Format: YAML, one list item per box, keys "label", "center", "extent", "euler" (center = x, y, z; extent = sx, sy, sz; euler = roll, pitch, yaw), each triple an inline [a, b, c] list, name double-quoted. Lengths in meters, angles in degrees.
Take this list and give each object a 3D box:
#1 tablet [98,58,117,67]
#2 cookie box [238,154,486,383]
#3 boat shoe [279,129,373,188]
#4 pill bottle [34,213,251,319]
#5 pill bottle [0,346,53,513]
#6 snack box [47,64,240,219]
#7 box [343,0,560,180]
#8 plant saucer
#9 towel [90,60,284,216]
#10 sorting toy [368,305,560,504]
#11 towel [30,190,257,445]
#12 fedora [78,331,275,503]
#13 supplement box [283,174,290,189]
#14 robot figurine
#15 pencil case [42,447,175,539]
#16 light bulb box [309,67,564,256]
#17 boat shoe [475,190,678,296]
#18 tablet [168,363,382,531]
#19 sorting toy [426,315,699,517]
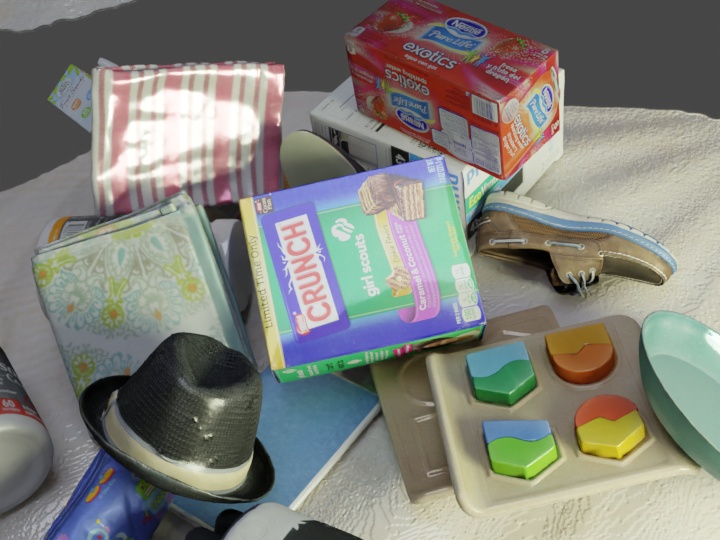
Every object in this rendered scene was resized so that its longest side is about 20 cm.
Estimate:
- label: "tablet"
  center: [-0.190, -0.163, 1.333]
  extent: [0.200, 0.130, 0.014]
  euler: [35, 90, 15]
- label: "cookie box"
  center: [0.000, 0.000, 1.129]
  extent: [0.199, 0.075, 0.172]
  euler: [-13, 73, -1]
- label: "boat shoe"
  center: [0.001, -0.071, 1.228]
  extent: [0.200, 0.071, 0.063]
  euler: [42, 33, -9]
- label: "pill bottle"
  center: [-0.218, -0.001, 1.230]
  extent: [0.199, 0.117, 0.117]
  euler: [-2, 45, 9]
- label: "pill bottle"
  center: [-0.374, 0.125, 1.134]
  extent: [0.115, 0.116, 0.200]
  euler: [-28, 47, -17]
- label: "snack box"
  center: [-0.221, -0.134, 1.309]
  extent: [0.142, 0.200, 0.053]
  euler: [34, 91, 36]
- label: "box"
  center: [0.089, -0.184, 1.185]
  extent: [0.200, 0.100, 0.095]
  euler: [30, 58, 33]
- label: "plant saucer"
  center: [0.300, 0.118, 1.002]
  extent: [0.199, 0.036, 0.200]
  euler: [28, 30, -18]
- label: "towel"
  center: [-0.168, -0.131, 1.201]
  extent: [0.199, 0.147, 0.030]
  euler: [-6, 17, -26]
- label: "sorting toy"
  center: [0.113, 0.121, 1.104]
  extent: [0.184, 0.037, 0.200]
  euler: [-14, 40, -4]
- label: "towel"
  center: [-0.203, 0.044, 1.147]
  extent: [0.170, 0.201, 0.048]
  euler: [-19, 1, 3]
- label: "fedora"
  center: [-0.137, 0.111, 1.022]
  extent: [0.200, 0.200, 0.092]
  euler: [37, 105, 37]
- label: "supplement box"
  center: [-0.059, -0.020, 1.253]
  extent: [0.068, 0.067, 0.200]
  euler: [-20, 44, -8]
- label: "robot figurine"
  center: [-0.045, 0.257, 0.935]
  extent: [0.199, 0.125, 0.151]
  euler: [17, 58, 26]
- label: "pencil case"
  center: [-0.225, 0.222, 1.020]
  extent: [0.078, 0.087, 0.200]
  euler: [7, 50, 36]
- label: "light bulb box"
  center: [0.086, -0.147, 1.308]
  extent: [0.199, 0.125, 0.198]
  euler: [25, 55, 30]
- label: "boat shoe"
  center: [0.209, -0.013, 1.198]
  extent: [0.199, 0.072, 0.073]
  euler: [17, 72, 17]
- label: "tablet"
  center: [-0.084, 0.162, 1.113]
  extent: [0.130, 0.014, 0.200]
  euler: [23, 53, 30]
- label: "sorting toy"
  center: [0.165, 0.114, 1.030]
  extent: [0.199, 0.037, 0.186]
  euler: [-10, 40, 0]
